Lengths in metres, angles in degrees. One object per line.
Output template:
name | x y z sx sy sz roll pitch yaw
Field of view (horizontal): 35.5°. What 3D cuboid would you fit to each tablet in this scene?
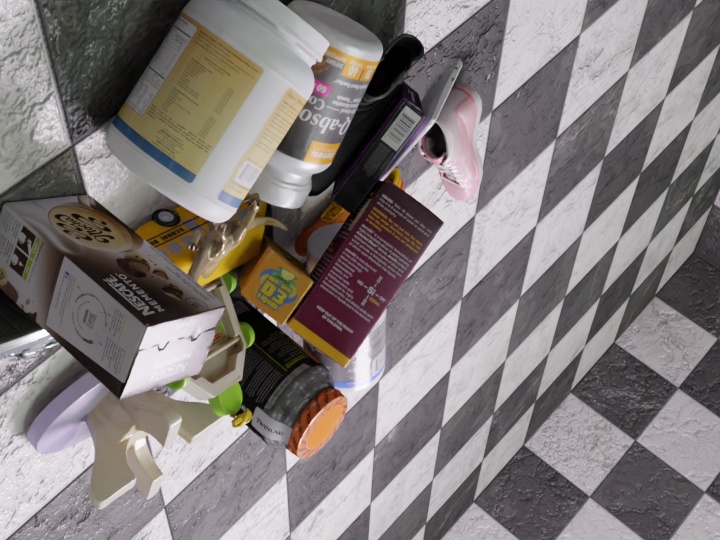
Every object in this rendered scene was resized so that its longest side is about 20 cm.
tablet | 0.055 -0.166 1.391 0.200 0.014 0.131 -45 -166 47

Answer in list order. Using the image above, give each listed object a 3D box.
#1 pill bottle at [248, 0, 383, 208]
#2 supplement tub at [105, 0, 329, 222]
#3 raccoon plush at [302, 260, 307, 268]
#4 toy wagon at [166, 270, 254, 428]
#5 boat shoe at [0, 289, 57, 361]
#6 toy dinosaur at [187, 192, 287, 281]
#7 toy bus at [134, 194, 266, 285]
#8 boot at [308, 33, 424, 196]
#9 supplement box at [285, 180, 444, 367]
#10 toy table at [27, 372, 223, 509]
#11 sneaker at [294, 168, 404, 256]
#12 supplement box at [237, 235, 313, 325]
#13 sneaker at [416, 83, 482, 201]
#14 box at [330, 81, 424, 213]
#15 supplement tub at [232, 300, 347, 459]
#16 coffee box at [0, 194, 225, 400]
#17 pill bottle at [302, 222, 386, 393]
pill bottle | -0.064 -0.177 1.215 0.116 0.116 0.202 -12 132 -58
supplement tub | -0.132 -0.164 1.060 0.202 0.144 0.144 -56 157 4
raccoon plush | -0.012 -0.031 1.580 0.133 0.096 0.203 21 89 -57
toy wagon | -0.178 0.086 1.284 0.155 0.039 0.203 -30 104 -61
boat shoe | -0.310 0.049 1.102 0.201 0.074 0.066 -33 146 -54
toy dinosaur | -0.140 -0.040 1.175 0.200 0.058 0.102 -48 161 -48
toy bus | -0.174 -0.035 1.241 0.199 0.078 0.066 -31 148 -43
boot | -0.009 -0.186 1.311 0.202 0.069 0.132 -59 -172 -17
supplement box | 0.000 0.000 1.306 0.201 0.085 0.110 -55 -171 -1
toy table | -0.262 0.178 1.283 0.199 0.117 0.185 -37 162 -26
sneaker | -0.019 -0.080 1.519 0.199 0.072 0.078 -36 125 -35
supplement box | -0.104 0.008 1.334 0.069 0.066 0.200 -54 -171 -1
sneaker | 0.126 -0.167 1.648 0.105 0.075 0.202 -44 148 -33
box | 0.022 -0.155 1.376 0.144 0.036 0.200 -52 -170 14
supplement tub | -0.118 0.140 1.433 0.122 0.199 0.123 -41 154 -26
coffee box | -0.237 0.019 1.036 0.112 0.199 0.081 -12 134 -57
pill bottle | -0.021 0.048 1.454 0.113 0.113 0.203 -34 138 -38
